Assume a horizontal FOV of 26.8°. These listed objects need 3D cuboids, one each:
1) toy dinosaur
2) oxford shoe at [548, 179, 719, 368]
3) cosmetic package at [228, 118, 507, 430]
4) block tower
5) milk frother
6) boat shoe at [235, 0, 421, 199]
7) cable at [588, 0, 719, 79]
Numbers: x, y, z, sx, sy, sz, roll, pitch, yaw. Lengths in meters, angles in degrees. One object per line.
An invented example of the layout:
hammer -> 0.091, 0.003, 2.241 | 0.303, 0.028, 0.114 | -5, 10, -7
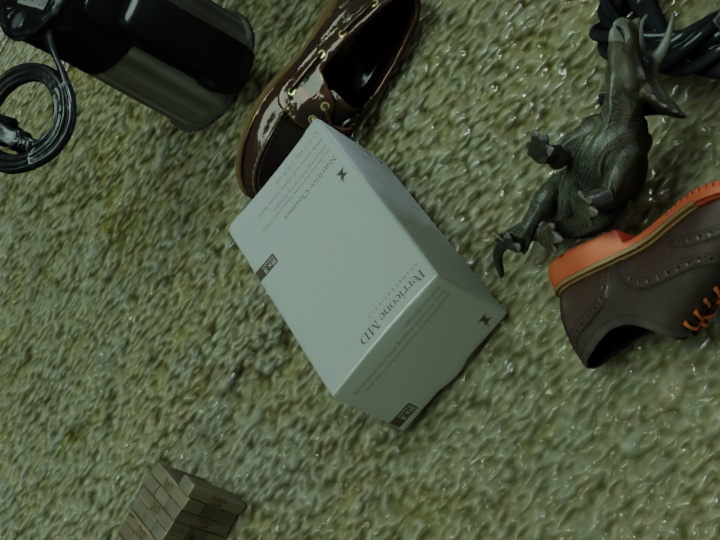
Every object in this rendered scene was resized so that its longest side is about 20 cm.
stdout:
toy dinosaur -> 0.141, -0.052, 0.923 | 0.077, 0.102, 0.201 | 45, 142, 27
oxford shoe -> 0.197, -0.001, 0.860 | 0.199, 0.071, 0.073 | -29, 63, 43
cosmetic package -> 0.000, 0.000, 1.046 | 0.113, 0.081, 0.200 | -51, 41, 12
block tower -> -0.164, 0.238, 1.117 | 0.058, 0.054, 0.201 | 37, 97, 48
milk frother -> -0.207, -0.160, 1.265 | 0.201, 0.187, 0.181 | -54, 41, 11
boat shoe -> -0.024, -0.135, 1.149 | 0.070, 0.070, 0.201 | 34, 96, 53
cable -> 0.223, -0.207, 0.951 | 0.163, 0.051, 0.202 | 1, 67, 55
